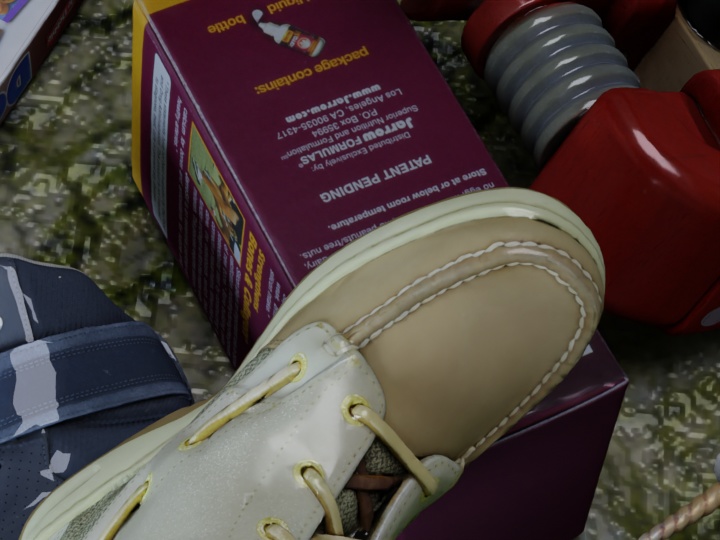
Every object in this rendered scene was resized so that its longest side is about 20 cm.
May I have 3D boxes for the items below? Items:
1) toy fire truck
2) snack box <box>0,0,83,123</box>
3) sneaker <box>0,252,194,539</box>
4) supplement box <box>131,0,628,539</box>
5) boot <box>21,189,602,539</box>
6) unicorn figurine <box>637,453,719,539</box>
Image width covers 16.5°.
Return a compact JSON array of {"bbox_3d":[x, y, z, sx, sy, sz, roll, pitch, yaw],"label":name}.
[{"bbox_3d":[0.070,-0.075,0.835,0.199,0.129,0.177,-5,56,-37],"label":"toy fire truck"},{"bbox_3d":[-0.175,-0.055,0.906,0.072,0.024,0.201,23,59,11],"label":"snack box"},{"bbox_3d":[-0.136,0.080,0.786,0.201,0.077,0.147,-19,72,-27],"label":"sneaker"},{"bbox_3d":[0.000,0.000,0.835,0.085,0.111,0.201,-21,62,-17],"label":"supplement box"},{"bbox_3d":[-0.010,0.077,0.650,0.200,0.072,0.155,-36,27,14],"label":"boot"},{"bbox_3d":[0.175,0.066,0.782,0.199,0.137,0.074,18,96,-7],"label":"unicorn figurine"}]
